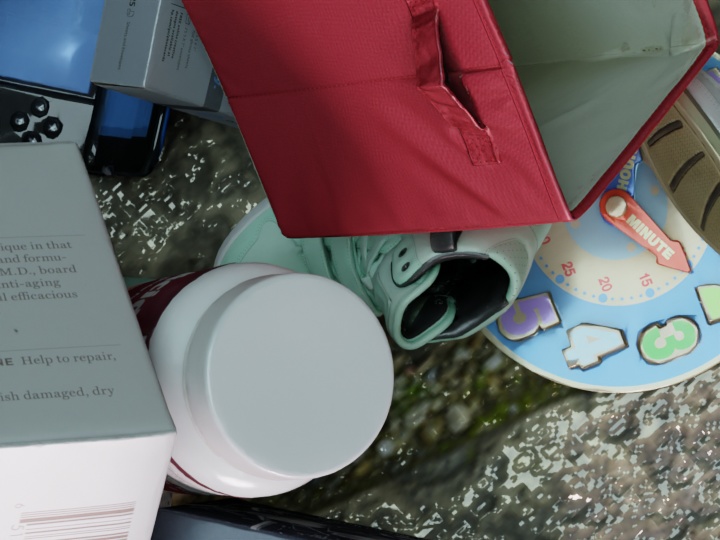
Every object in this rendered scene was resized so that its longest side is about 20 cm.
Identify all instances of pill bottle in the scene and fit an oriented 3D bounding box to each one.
[{"bbox_3d":[-0.068,0.055,1.185,0.114,0.200,0.115,2,85,-24],"label":"pill bottle"}]

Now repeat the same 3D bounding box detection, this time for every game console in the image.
[{"bbox_3d":[-0.160,-0.159,1.305,0.170,0.118,0.201,12,88,9],"label":"game console"}]

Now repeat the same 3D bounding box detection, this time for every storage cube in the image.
[{"bbox_3d":[0.040,-0.133,1.165,0.179,0.200,0.171,-3,122,39],"label":"storage cube"}]

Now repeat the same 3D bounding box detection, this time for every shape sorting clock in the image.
[{"bbox_3d":[0.139,-0.034,1.291,0.199,0.039,0.201,-1,86,9],"label":"shape sorting clock"}]

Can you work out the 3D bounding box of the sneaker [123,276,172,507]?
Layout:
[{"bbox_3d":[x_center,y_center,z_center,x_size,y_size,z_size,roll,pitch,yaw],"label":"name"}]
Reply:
[{"bbox_3d":[-0.162,0.100,1.309,0.118,0.074,0.201,7,78,3],"label":"sneaker"}]

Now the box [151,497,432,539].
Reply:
[{"bbox_3d":[-0.002,0.188,1.227,0.199,0.182,0.104,11,89,8],"label":"box"}]

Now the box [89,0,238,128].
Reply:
[{"bbox_3d":[-0.050,-0.152,1.249,0.041,0.200,0.156,10,87,34],"label":"box"}]

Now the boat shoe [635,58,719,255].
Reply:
[{"bbox_3d":[0.218,-0.037,1.235,0.068,0.075,0.200,-34,83,-18],"label":"boat shoe"}]

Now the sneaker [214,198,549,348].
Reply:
[{"bbox_3d":[0.000,0.000,1.246,0.200,0.118,0.074,-17,115,23],"label":"sneaker"}]

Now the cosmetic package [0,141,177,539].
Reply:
[{"bbox_3d":[-0.202,0.066,1.139,0.166,0.168,0.200,-4,45,-21],"label":"cosmetic package"}]
